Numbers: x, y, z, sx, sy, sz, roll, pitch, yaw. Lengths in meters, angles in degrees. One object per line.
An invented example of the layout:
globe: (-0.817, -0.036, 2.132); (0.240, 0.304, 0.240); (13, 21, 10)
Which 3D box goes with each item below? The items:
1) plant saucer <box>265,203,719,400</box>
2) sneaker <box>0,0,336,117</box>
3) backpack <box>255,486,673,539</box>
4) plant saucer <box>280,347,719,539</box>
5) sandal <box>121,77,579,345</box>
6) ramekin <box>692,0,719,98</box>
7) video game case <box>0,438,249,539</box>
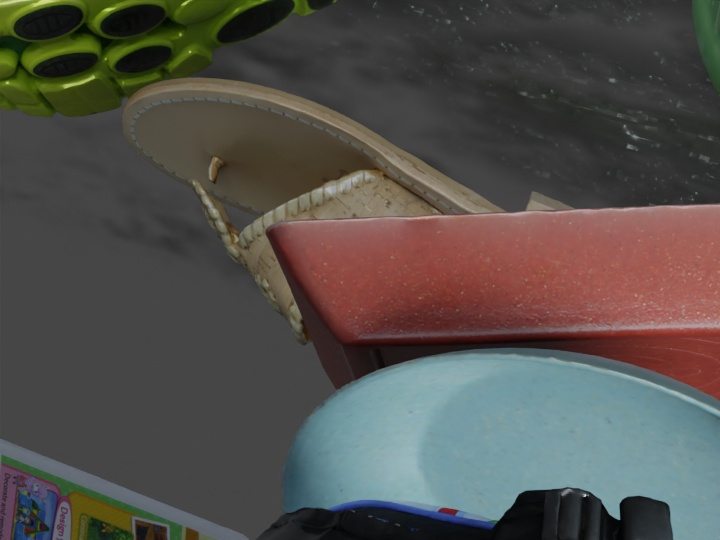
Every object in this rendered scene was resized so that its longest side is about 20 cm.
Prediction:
plant saucer: (0.078, 0.023, 0.941); (0.199, 0.200, 0.037); (-2, 76, 4)
sneaker: (-0.079, -0.121, 1.099); (0.200, 0.074, 0.084); (-23, 58, -20)
backpack: (0.009, 0.156, 0.855); (0.200, 0.154, 0.190); (-46, 29, -13)
plant saucer: (0.074, 0.082, 0.911); (0.201, 0.201, 0.039); (13, 49, 12)
sandal: (0.000, -0.003, 1.024); (0.211, 0.078, 0.070); (19, 59, 9)
ramekin: (0.222, -0.124, 1.054); (0.200, 0.098, 0.200); (-2, 62, 4)
video game case: (-0.118, 0.146, 0.913); (0.182, 0.022, 0.200); (25, 49, -29)
